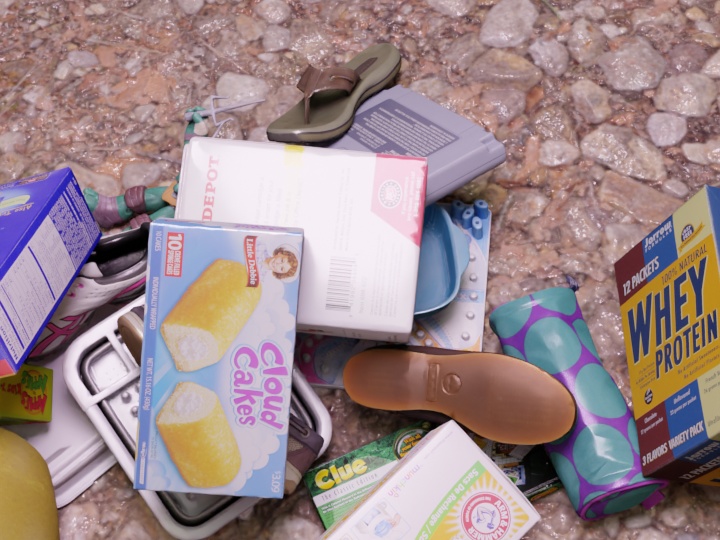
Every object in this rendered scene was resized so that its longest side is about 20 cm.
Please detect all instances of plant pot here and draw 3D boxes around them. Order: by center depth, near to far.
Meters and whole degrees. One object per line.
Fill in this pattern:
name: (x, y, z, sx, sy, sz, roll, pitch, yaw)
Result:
plant pot: (-0.323, 0.207, 0.984, 0.199, 0.201, 0.142, 6, 44, 8)

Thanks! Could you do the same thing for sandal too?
sandal: (-0.031, -0.181, 1.206, 0.079, 0.058, 0.201, 4, 38, 33)

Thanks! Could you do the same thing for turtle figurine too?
turtle figurine: (-0.163, -0.081, 1.165, 0.199, 0.101, 0.150, -27, 26, 4)

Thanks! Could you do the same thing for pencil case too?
pencil case: (0.185, 0.110, 1.047, 0.085, 0.092, 0.201, -37, 59, 27)

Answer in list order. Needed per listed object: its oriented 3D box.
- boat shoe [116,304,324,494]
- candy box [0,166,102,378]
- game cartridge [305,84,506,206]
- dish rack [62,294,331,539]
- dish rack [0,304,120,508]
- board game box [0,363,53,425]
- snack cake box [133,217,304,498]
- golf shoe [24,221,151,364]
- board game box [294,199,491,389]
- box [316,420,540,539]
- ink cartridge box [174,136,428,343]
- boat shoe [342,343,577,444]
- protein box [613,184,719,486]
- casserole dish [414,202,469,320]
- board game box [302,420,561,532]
boat shoe: (-0.113, 0.096, 1.008, 0.200, 0.072, 0.065, 44, 68, -1)
candy box: (-0.321, 0.012, 0.984, 0.168, 0.077, 0.200, -12, 30, 19)
game cartridge: (0.030, -0.113, 1.160, 0.133, 0.042, 0.200, -32, 35, -13)
dish rack: (-0.140, 0.113, 1.063, 0.171, 0.044, 0.200, -34, 83, -17)
dish rack: (-0.259, 0.096, 1.111, 0.200, 0.044, 0.172, -39, 65, -17)
board game box: (-0.374, 0.108, 1.044, 0.199, 0.102, 0.048, -6, 78, 20)
snack cake box: (-0.106, 0.064, 0.931, 0.114, 0.067, 0.201, 4, 95, -3)
golf shoe: (-0.256, 0.013, 1.081, 0.199, 0.092, 0.073, -27, 63, -10)
board game box: (0.017, 0.015, 1.144, 0.199, 0.026, 0.201, 4, 62, 6)
box: (0.028, 0.223, 0.958, 0.200, 0.113, 0.101, -42, 85, -12)
ink cartridge box: (-0.049, -0.024, 1.016, 0.199, 0.083, 0.146, 6, 82, 3)
boat shoe: (0.087, 0.098, 1.027, 0.199, 0.070, 0.071, 12, 89, 22)
protein box: (0.335, 0.064, 0.994, 0.199, 0.135, 0.200, 10, 59, -19)
casserole dish: (0.000, 0.000, 1.118, 0.199, 0.039, 0.122, -7, 61, 0)
board game box: (0.060, 0.180, 1.053, 0.199, 0.024, 0.105, -22, 63, -8)
